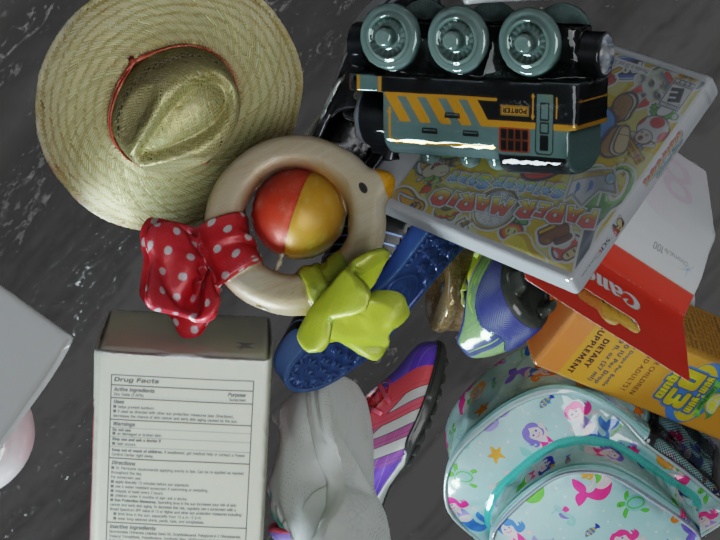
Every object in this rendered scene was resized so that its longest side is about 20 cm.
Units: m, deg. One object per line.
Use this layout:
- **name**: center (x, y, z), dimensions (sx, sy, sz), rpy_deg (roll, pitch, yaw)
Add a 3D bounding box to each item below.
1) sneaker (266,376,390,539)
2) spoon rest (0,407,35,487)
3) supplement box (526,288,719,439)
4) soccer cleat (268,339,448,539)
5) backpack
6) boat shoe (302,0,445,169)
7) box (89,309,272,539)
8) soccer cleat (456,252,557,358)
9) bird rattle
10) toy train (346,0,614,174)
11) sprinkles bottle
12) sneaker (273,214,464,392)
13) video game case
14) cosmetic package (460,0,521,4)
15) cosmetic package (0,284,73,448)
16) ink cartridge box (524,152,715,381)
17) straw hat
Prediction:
- **sneaker**: center (-0.032, 0.182, 1.684), dimensions (0.088, 0.201, 0.075), rpy_deg (-24, 146, 35)
- **spoon rest**: center (-0.331, 0.148, 1.680), dimensions (0.199, 0.061, 0.100), rpy_deg (-34, 112, -16)
- **supplement box**: center (0.219, 0.060, 1.693), dimensions (0.199, 0.069, 0.067), rpy_deg (20, 123, -26)
- **soccer cleat**: center (0.001, 0.136, 1.741), dimensions (0.073, 0.068, 0.201), rpy_deg (26, 97, -4)
- **backpack**: center (0.161, 0.160, 1.734), dimensions (0.200, 0.151, 0.177), rpy_deg (43, 117, -15)
- **boat shoe**: center (0.004, -0.117, 1.665), dimensions (0.071, 0.068, 0.201), rpy_deg (32, 97, -18)
- **box**: center (-0.131, 0.140, 1.677), dimensions (0.127, 0.109, 0.202), rpy_deg (3, 105, -2)
- **soccer cleat**: center (0.103, -0.013, 1.663), dimensions (0.084, 0.201, 0.065), rpy_deg (-36, 114, 29)
- **bird rattle**: center (-0.057, -0.016, 1.612), dimensions (0.199, 0.113, 0.164), rpy_deg (15, 73, 19)
- **toy train**: center (0.080, -0.126, 1.571), dimensions (0.199, 0.085, 0.115), rpy_deg (5, 100, 27)
- **sprinkles bottle**: center (0.151, 0.021, 1.737), dimensions (0.198, 0.068, 0.069), rpy_deg (5, 104, -14)
- **sneaker**: center (0.000, 0.000, 1.685), dimensions (0.200, 0.078, 0.070), rpy_deg (-45, 142, -7)
- **video game case**: center (0.124, -0.090, 1.613), dimensions (0.182, 0.199, 0.023), rpy_deg (-54, 140, -15)
- **cosmetic package**: center (0.132, -0.300, 1.590), dimensions (0.166, 0.166, 0.202), rpy_deg (-3, 107, -12)
- **cosmetic package**: center (-0.331, 0.056, 1.561), dimensions (0.199, 0.165, 0.166), rpy_deg (36, 80, -13)
- **ink cartridge box**: center (0.188, -0.036, 1.659), dimensions (0.162, 0.201, 0.057), rpy_deg (31, 121, -23)
- **straw hat**: center (-0.130, -0.113, 1.627), dimensions (0.199, 0.085, 0.203), rpy_deg (-4, 107, -12)
